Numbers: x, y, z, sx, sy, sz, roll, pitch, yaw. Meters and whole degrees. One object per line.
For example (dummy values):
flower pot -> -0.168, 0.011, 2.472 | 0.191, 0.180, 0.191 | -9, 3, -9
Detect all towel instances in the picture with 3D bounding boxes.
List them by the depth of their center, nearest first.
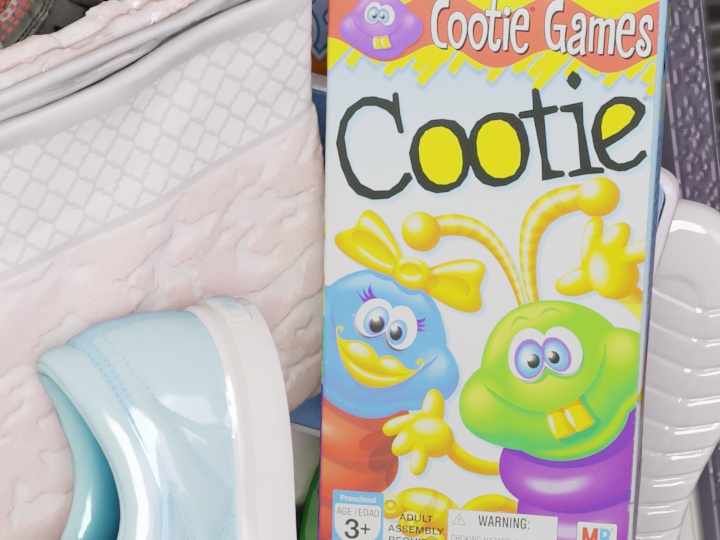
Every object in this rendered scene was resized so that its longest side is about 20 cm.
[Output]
towel -> -0.091, 0.013, 0.750 | 0.200, 0.032, 0.191 | -29, 140, -25

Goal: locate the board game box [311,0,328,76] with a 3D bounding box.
board game box -> 0.023, -0.110, 0.925 | 0.200, 0.037, 0.151 | -47, 114, -15

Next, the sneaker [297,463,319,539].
sneaker -> -0.004, 0.142, 0.885 | 0.084, 0.074, 0.200 | 65, 30, -54

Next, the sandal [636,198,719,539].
sandal -> 0.091, 0.062, 0.918 | 0.082, 0.050, 0.203 | 12, 113, 1

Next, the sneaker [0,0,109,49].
sneaker -> -0.086, -0.065, 0.782 | 0.071, 0.200, 0.098 | 13, 58, -25

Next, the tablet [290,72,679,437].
tablet -> 0.000, 0.000, 0.874 | 0.200, 0.014, 0.130 | 16, 109, 3

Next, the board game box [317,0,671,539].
board game box -> 0.044, -0.015, 0.801 | 0.103, 0.105, 0.200 | 4, 107, 7

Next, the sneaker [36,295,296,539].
sneaker -> -0.062, 0.110, 0.741 | 0.082, 0.074, 0.200 | -7, 90, -22
